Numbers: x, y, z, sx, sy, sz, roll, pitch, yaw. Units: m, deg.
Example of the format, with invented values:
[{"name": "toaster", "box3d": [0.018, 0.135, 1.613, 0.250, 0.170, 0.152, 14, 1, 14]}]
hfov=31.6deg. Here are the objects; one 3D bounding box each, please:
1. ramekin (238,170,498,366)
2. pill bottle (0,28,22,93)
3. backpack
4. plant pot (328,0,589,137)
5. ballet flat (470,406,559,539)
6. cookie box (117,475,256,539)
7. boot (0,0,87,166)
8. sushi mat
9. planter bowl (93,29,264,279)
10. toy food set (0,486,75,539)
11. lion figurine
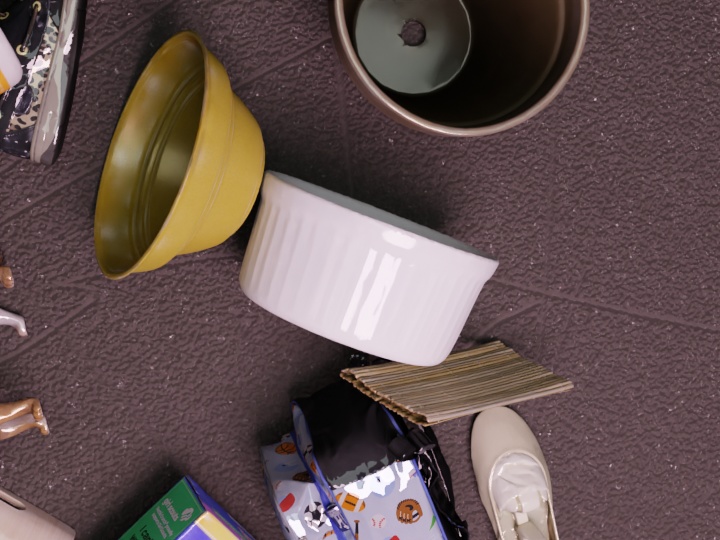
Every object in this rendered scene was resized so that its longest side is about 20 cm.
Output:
[{"name": "ramekin", "box3d": [0.000, 0.000, 1.014, 0.200, 0.200, 0.098, 21, 95, -11]}, {"name": "pill bottle", "box3d": [-0.354, -0.137, 0.906, 0.200, 0.116, 0.117, -33, 98, -11]}, {"name": "backpack", "box3d": [0.012, 0.194, 1.030, 0.154, 0.200, 0.191, -31, 107, 3]}, {"name": "plant pot", "box3d": [0.062, -0.202, 1.027, 0.199, 0.174, 0.201, 0, 91, -10]}, {"name": "ballet flat", "box3d": [0.146, 0.218, 1.112, 0.069, 0.069, 0.201, -15, 94, -10]}, {"name": "cookie box", "box3d": [-0.153, 0.296, 1.028, 0.200, 0.075, 0.171, -44, 119, -7]}, {"name": "boot", "box3d": [-0.299, -0.194, 1.009, 0.153, 0.073, 0.204, 8, 89, -8]}, {"name": "sushi mat", "box3d": [0.082, 0.089, 1.031, 0.200, 0.096, 0.012, -6, 116, -47]}, {"name": "planter bowl", "box3d": [-0.131, -0.079, 0.996, 0.083, 0.200, 0.201, 18, 88, -29]}, {"name": "toy food set", "box3d": [-0.346, 0.263, 1.028, 0.143, 0.060, 0.200, 33, 77, -10]}, {"name": "lion figurine", "box3d": [-0.321, 0.087, 1.010, 0.122, 0.073, 0.201, -12, 72, -12]}]
